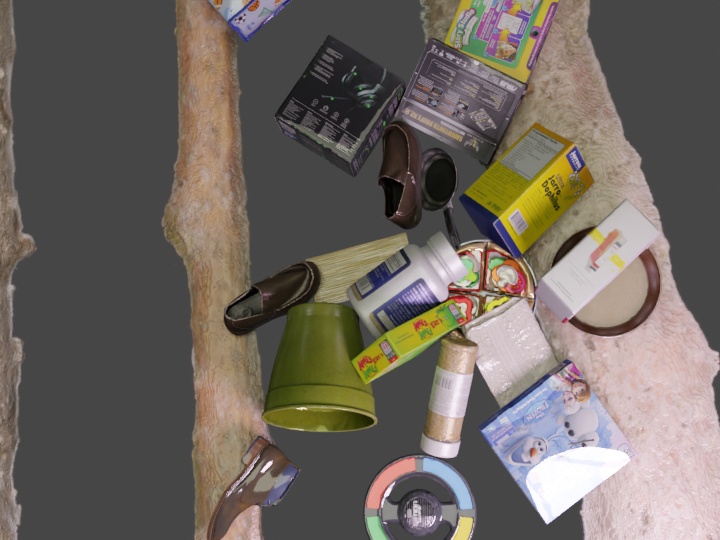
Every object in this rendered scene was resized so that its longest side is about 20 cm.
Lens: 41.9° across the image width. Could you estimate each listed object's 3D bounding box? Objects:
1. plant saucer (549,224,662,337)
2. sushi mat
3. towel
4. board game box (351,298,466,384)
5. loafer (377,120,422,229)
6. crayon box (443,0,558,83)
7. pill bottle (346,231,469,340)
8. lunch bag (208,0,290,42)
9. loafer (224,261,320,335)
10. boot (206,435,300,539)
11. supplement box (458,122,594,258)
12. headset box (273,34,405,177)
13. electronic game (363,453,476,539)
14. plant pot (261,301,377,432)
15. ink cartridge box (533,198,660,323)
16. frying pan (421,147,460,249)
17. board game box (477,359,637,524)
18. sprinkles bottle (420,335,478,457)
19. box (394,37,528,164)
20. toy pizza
[{"bbox_3d":[0.433,0.021,1.678,0.198,0.034,0.203,-1,81,4],"label":"plant saucer"},{"bbox_3d":[0.000,0.000,1.729,0.198,0.012,0.097,-15,81,2],"label":"sushi mat"},{"bbox_3d":[0.273,0.157,1.653,0.132,0.034,0.201,-29,91,0],"label":"towel"},{"bbox_3d":[0.085,0.118,1.599,0.102,0.199,0.048,-42,77,40],"label":"board game box"},{"bbox_3d":[0.069,-0.177,1.709,0.073,0.071,0.202,-16,78,41],"label":"loafer"},{"bbox_3d":[0.261,-0.455,1.757,0.171,0.058,0.202,22,84,10],"label":"crayon box"},{"bbox_3d":[0.086,0.025,1.653,0.199,0.120,0.120,-35,80,5],"label":"pill bottle"},{"bbox_3d":[-0.207,-0.569,1.785,0.200,0.124,0.170,-43,79,5],"label":"lunch bag"},{"bbox_3d":[-0.161,0.050,1.692,0.199,0.071,0.073,-34,73,0],"label":"loafer"},{"bbox_3d":[-0.188,0.402,1.649,0.096,0.075,0.201,27,82,11],"label":"boot"},{"bbox_3d":[0.293,-0.141,1.658,0.200,0.110,0.109,-44,42,-3],"label":"supplement box"},{"bbox_3d":[-0.031,-0.309,1.740,0.173,0.093,0.201,32,84,9],"label":"headset box"},{"bbox_3d":[0.103,0.421,1.637,0.197,0.042,0.203,-1,81,5],"label":"electronic game"},{"bbox_3d":[-0.067,0.164,1.630,0.198,0.201,0.195,0,70,5],"label":"plant pot"},{"bbox_3d":[0.397,-0.013,1.597,0.200,0.145,0.084,-42,78,-3],"label":"ink cartridge box"},{"bbox_3d":[0.156,-0.140,1.688,0.190,0.031,0.116,51,125,34],"label":"frying pan"},{"bbox_3d":[0.338,0.293,1.619,0.199,0.043,0.200,-37,92,-2],"label":"board game box"},{"bbox_3d":[0.154,0.218,1.625,0.067,0.068,0.202,12,99,7],"label":"sprinkles bottle"},{"bbox_3d":[0.183,-0.309,1.717,0.199,0.048,0.160,28,108,9],"label":"box"},{"bbox_3d":[0.221,0.041,1.693,0.198,0.032,0.203,-1,81,5],"label":"toy pizza"}]
